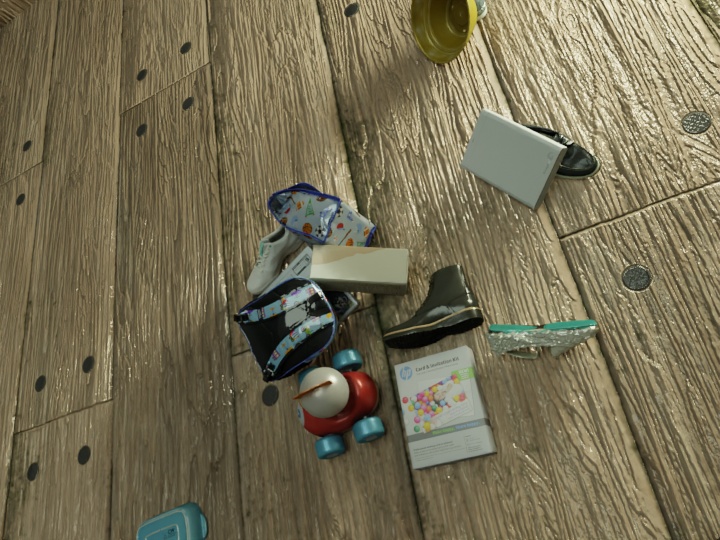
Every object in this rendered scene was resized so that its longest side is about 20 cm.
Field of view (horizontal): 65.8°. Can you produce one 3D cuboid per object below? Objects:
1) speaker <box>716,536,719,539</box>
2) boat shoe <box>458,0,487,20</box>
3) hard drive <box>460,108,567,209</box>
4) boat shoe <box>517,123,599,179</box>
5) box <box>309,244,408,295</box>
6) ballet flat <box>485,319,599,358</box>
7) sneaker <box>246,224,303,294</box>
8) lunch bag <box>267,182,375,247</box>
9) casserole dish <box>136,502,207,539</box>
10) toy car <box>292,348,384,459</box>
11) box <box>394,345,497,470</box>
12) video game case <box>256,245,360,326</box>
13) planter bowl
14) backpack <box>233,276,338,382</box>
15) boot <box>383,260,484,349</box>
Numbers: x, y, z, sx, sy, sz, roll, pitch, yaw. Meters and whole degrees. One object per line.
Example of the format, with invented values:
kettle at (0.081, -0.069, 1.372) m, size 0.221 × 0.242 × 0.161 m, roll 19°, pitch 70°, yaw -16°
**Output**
speaker at (0.577, 0.439, 0.737) m, size 0.081 × 0.081 × 0.200 m, roll -39°, pitch 58°, yaw 10°
boat shoe at (0.248, -0.697, 1.372) m, size 0.073 × 0.062 × 0.200 m, roll -32°, pitch 59°, yaw 14°
hard drive at (0.306, -0.230, 1.140) m, size 0.200 × 0.026 × 0.132 m, roll 40°, pitch 126°, yaw 34°
boat shoe at (0.382, -0.248, 1.120) m, size 0.075 × 0.066 × 0.199 m, roll -50°, pitch 57°, yaw 1°
box at (0.000, 0.000, 1.172) m, size 0.199 × 0.095 × 0.078 m, roll 3°, pitch 73°, yaw 4°
ballet flat at (0.329, 0.126, 1.012) m, size 0.199 × 0.072 × 0.072 m, roll -6°, pitch 68°, yaw 29°
sneaker at (-0.225, -0.037, 1.351) m, size 0.075 × 0.088 × 0.200 m, roll 35°, pitch 90°, yaw 32°
lunch bag at (-0.093, -0.111, 1.260) m, size 0.200 × 0.170 × 0.124 m, roll 18°, pitch 81°, yaw 35°
casserole dish at (-0.431, 0.598, 1.243) m, size 0.200 × 0.039 × 0.121 m, roll -27°, pitch 61°, yaw 16°
toy car at (-0.075, 0.250, 1.090) m, size 0.177 × 0.200 × 0.185 m, roll -28°, pitch 60°, yaw 16°
box at (0.157, 0.260, 1.057) m, size 0.156 × 0.041 × 0.201 m, roll -19°, pitch 62°, yaw 21°
video game case at (-0.126, 0.077, 1.255) m, size 0.200 × 0.023 × 0.182 m, roll -45°, pitch 73°, yaw 12°
planter bowl at (0.214, -0.600, 1.314) m, size 0.083 × 0.201 × 0.200 m, roll -23°, pitch 51°, yaw -28°
backpack at (-0.136, 0.113, 1.171) m, size 0.200 × 0.134 × 0.183 m, roll -34°, pitch 76°, yaw 15°
boot at (0.135, 0.072, 1.131) m, size 0.199 × 0.078 × 0.139 m, roll -16°, pitch 59°, yaw 8°
